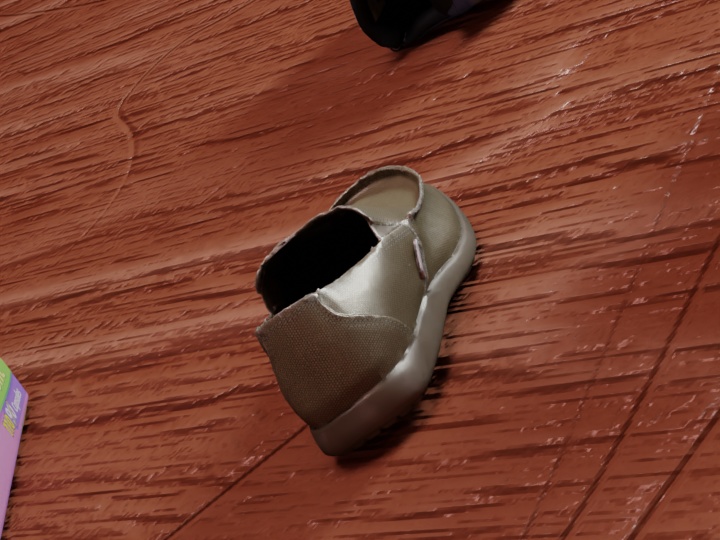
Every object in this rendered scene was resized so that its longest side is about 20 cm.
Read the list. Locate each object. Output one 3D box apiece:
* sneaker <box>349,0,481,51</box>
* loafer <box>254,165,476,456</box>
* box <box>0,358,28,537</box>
[{"bbox_3d":[0.017,-0.172,1.508,0.089,0.079,0.200,-41,18,-15],"label":"sneaker"},{"bbox_3d":[0.000,0.000,1.143,0.076,0.068,0.200,-33,19,16],"label":"loafer"},{"bbox_3d":[-0.273,0.116,1.340,0.200,0.097,0.176,-36,18,10],"label":"box"}]
